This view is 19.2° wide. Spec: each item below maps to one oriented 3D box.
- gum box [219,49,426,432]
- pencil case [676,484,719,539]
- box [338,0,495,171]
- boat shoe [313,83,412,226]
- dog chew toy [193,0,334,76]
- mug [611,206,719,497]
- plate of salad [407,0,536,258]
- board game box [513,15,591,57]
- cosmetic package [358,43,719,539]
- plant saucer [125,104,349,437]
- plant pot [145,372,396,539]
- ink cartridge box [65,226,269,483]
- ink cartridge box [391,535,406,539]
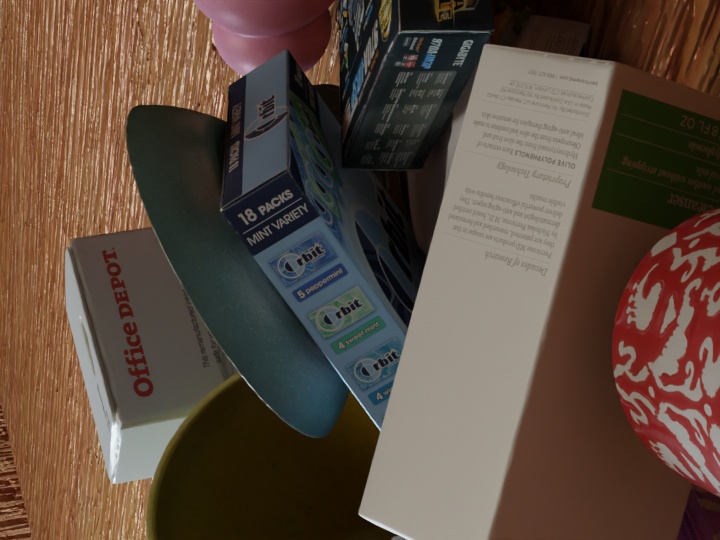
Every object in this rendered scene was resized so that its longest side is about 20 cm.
[{"bbox_3d":[0.000,0.000,1.122,0.200,0.044,0.170,54,-166,-22],"label":"gum box"},{"bbox_3d":[0.129,0.111,0.917,0.086,0.084,0.200,76,174,-54],"label":"pencil case"},{"bbox_3d":[0.022,-0.153,1.033,0.200,0.046,0.160,116,154,-73],"label":"box"},{"bbox_3d":[-0.003,-0.025,1.328,0.076,0.071,0.201,86,167,-55],"label":"boat shoe"},{"bbox_3d":[-0.062,-0.208,1.353,0.125,0.124,0.201,-119,18,-49],"label":"dog chew toy"},{"bbox_3d":[0.182,0.020,0.703,0.133,0.178,0.200,47,172,-11],"label":"mug"},{"bbox_3d":[0.057,-0.081,1.114,0.200,0.048,0.201,180,90,-82],"label":"plate of salad"},{"bbox_3d":[0.077,-0.005,1.020,0.126,0.034,0.201,-63,-22,-56],"label":"board game box"},{"bbox_3d":[0.085,0.021,0.854,0.085,0.107,0.201,16,94,52],"label":"cosmetic package"},{"bbox_3d":[-0.053,-0.008,1.119,0.200,0.036,0.200,57,-168,-19],"label":"plant saucer"},{"bbox_3d":[-0.010,0.163,1.271,0.142,0.199,0.200,64,-179,-47],"label":"plant pot"},{"bbox_3d":[-0.081,0.043,1.380,0.083,0.199,0.147,106,151,-54],"label":"ink cartridge box"},{"bbox_3d":[0.071,0.190,0.987,0.200,0.136,0.077,-68,-21,-63],"label":"ink cartridge box"}]
